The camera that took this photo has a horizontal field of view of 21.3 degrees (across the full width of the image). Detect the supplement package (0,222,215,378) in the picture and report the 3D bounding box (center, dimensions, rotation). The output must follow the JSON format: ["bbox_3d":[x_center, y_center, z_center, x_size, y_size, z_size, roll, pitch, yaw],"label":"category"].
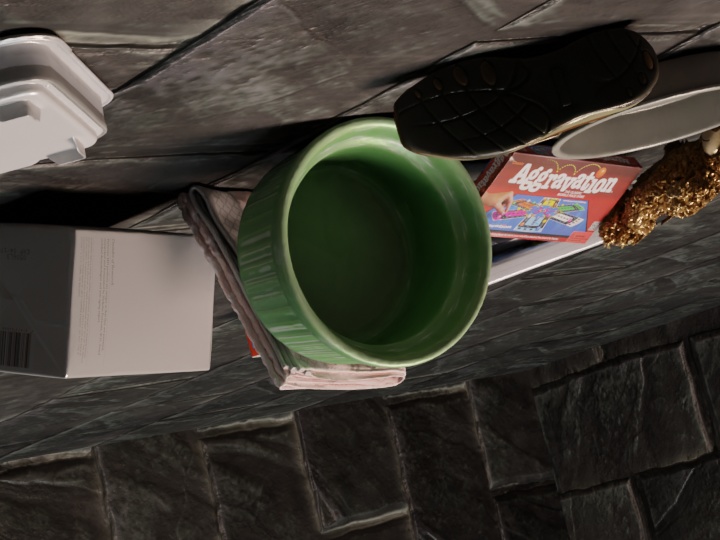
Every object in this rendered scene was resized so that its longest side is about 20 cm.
[{"bbox_3d":[-0.223,0.024,1.582,0.121,0.120,0.200,4,-179,30],"label":"supplement package"}]

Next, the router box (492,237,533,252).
[{"bbox_3d":[0.133,-0.054,1.993,0.200,0.049,0.179,-17,171,19],"label":"router box"}]

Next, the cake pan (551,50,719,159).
[{"bbox_3d":[0.258,-0.143,1.652,0.200,0.037,0.200,-14,172,-2],"label":"cake pan"}]

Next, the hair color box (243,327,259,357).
[{"bbox_3d":[-0.035,0.055,2.390,0.200,0.064,0.111,-18,172,16],"label":"hair color box"}]

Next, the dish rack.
[{"bbox_3d":[-0.246,-0.087,1.186,0.171,0.044,0.200,-15,172,3],"label":"dish rack"}]

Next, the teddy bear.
[{"bbox_3d":[0.314,-0.093,1.891,0.200,0.067,0.145,-30,-171,48],"label":"teddy bear"}]

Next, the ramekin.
[{"bbox_3d":[-0.002,-0.017,1.543,0.200,0.200,0.098,-8,177,-33],"label":"ramekin"}]

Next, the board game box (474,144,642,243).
[{"bbox_3d":[0.178,-0.073,1.828,0.200,0.019,0.103,3,131,-46],"label":"board game box"}]

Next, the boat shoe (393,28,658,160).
[{"bbox_3d":[0.124,-0.125,1.440,0.200,0.076,0.074,-13,175,-4],"label":"boat shoe"}]

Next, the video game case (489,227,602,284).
[{"bbox_3d":[0.197,-0.031,2.115,0.200,0.022,0.182,-20,-172,-7],"label":"video game case"}]

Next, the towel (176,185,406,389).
[{"bbox_3d":[-0.056,0.014,1.654,0.032,0.200,0.191,-38,160,23],"label":"towel"}]
